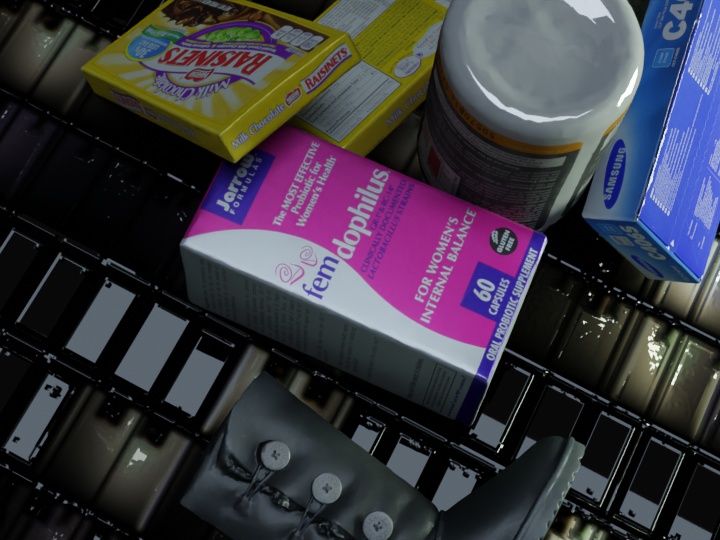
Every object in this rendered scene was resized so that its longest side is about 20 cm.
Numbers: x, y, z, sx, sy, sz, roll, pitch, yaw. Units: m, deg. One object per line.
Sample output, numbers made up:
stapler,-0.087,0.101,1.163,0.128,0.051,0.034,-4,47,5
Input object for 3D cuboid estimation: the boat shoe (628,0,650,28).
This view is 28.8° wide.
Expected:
boat shoe,0.222,-0.219,0.974,0.198,0.075,0.063,-17,66,-15

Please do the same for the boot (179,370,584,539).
boot,0.014,0.123,0.839,0.199,0.066,0.166,30,69,12

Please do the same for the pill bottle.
pill bottle,0.093,-0.090,0.846,0.115,0.200,0.118,2,69,-4

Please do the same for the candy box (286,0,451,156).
candy box,0.024,-0.157,0.933,0.200,0.027,0.102,-44,52,-17

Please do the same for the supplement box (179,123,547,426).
supplement box,0.000,0.000,0.859,0.198,0.104,0.102,23,70,6

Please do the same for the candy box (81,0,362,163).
candy box,-0.093,-0.129,0.876,0.102,0.027,0.199,-43,37,-15

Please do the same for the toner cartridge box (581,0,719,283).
toner cartridge box,0.209,-0.103,0.904,0.043,0.095,0.202,6,69,44
